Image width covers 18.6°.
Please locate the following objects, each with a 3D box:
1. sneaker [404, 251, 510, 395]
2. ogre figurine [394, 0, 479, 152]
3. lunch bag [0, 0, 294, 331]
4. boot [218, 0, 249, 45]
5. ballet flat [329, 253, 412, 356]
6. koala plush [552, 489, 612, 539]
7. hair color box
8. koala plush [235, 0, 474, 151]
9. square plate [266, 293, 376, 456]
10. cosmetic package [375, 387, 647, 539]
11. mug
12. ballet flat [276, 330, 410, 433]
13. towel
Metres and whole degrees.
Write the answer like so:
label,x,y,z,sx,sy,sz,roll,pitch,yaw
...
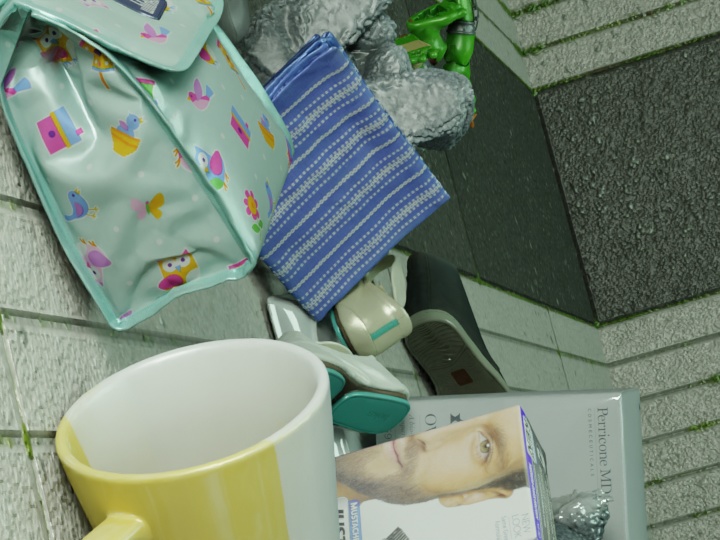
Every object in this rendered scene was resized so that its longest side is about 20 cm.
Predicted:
label,x,y,z,sx,sy,sz,roll,pitch,yaw
sneaker,0.101,0.073,2.176,0.107,0.074,0.200,-90,159,-44
ogre figurine,0.074,-0.207,2.362,0.200,0.097,0.121,-73,156,-54
lunch bag,-0.133,-0.098,1.278,0.201,0.121,0.171,60,19,-19
boot,-0.093,-0.230,1.452,0.070,0.131,0.201,-40,123,-31
ballet flat,0.000,0.000,1.757,0.200,0.069,0.070,-111,177,-55
koala plush,0.090,0.231,1.581,0.184,0.199,0.178,58,25,-54
hair color box,0.025,0.170,1.430,0.065,0.199,0.110,62,17,-45
koala plush,-0.030,-0.137,1.757,0.178,0.183,0.200,60,-8,3
square plate,-0.014,0.108,1.742,0.200,0.028,0.199,-15,90,-78
cosmetic package,0.122,0.197,1.739,0.123,0.199,0.201,6,81,-78
mug,-0.091,0.145,1.192,0.149,0.186,0.154,32,-41,57
ballet flat,-0.034,0.078,1.604,0.200,0.069,0.070,19,55,-58
towel,-0.028,-0.066,1.618,0.024,0.145,0.200,42,-6,47
